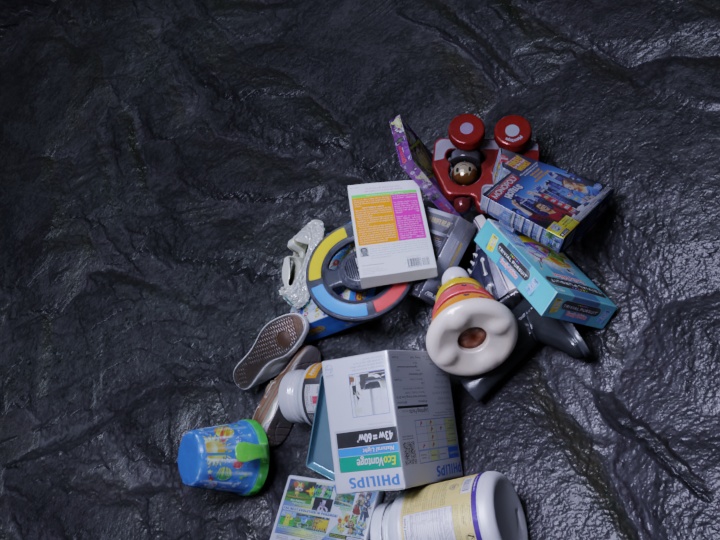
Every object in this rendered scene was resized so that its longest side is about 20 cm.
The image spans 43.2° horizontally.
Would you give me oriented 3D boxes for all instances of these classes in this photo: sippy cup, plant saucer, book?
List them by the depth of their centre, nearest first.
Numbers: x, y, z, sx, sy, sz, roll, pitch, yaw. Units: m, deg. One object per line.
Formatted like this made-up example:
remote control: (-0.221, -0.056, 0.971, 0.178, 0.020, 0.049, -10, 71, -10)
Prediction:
plant saucer: (-0.047, 0.265, 1.528, 0.069, 0.202, 0.019, 23, 33, 21)
book: (0.054, -0.068, 1.589, 0.132, 0.048, 0.202, -8, 53, 0)
sippy cup: (-0.250, 0.334, 1.620, 0.179, 0.129, 0.140, -59, 43, 27)

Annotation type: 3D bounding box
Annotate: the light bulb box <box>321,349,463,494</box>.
light bulb box: (0.052, 0.231, 1.407, 0.124, 0.198, 0.202, -13, 78, 31)

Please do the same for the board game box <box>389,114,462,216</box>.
board game box: (0.122, -0.183, 1.673, 0.032, 0.200, 0.121, -31, 46, 16)

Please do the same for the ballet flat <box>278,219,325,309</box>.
ballet flat: (-0.113, -0.024, 1.741, 0.071, 0.072, 0.202, -12, 53, 30)

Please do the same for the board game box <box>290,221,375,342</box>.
board game box: (-0.046, 0.018, 1.723, 0.199, 0.056, 0.198, -24, 47, 47)

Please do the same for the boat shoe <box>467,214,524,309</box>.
boat shoe: (0.209, -0.005, 1.575, 0.092, 0.075, 0.201, -27, 48, 11)

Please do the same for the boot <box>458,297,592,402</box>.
boot: (0.251, 0.138, 1.454, 0.199, 0.066, 0.165, -38, 38, 6)

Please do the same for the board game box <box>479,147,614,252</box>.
board game box: (0.281, -0.117, 1.490, 0.199, 0.062, 0.200, 31, 42, 23)

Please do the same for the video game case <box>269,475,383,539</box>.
video game case: (-0.067, 0.443, 1.519, 0.198, 0.022, 0.184, -2, 61, 37)

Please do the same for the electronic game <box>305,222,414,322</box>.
electronic game: (0.000, 0.000, 1.601, 0.198, 0.042, 0.202, -6, 59, 9)

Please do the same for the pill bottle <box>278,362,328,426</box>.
pill bottle: (-0.038, 0.217, 1.584, 0.198, 0.116, 0.117, -7, 57, 33)

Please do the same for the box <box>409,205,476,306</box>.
box: (0.104, -0.036, 1.650, 0.199, 0.048, 0.160, 23, 85, 57)

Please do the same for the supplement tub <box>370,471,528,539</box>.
supplement tub: (0.129, 0.382, 1.325, 0.198, 0.145, 0.147, -20, 51, 26)

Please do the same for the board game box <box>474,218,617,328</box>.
board game box: (0.294, 0.004, 1.451, 0.047, 0.150, 0.200, -59, 41, 22)

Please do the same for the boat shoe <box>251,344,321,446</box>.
boat shoe: (-0.144, 0.224, 1.688, 0.071, 0.076, 0.201, 17, 71, 44)

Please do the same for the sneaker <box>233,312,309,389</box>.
sneaker: (-0.157, 0.146, 1.725, 0.200, 0.084, 0.073, -43, 72, 26)

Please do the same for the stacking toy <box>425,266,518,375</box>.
stacking toy: (0.163, 0.058, 1.469, 0.145, 0.146, 0.201, -33, 32, 14)

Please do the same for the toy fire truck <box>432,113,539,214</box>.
toy fire truck: (0.226, -0.178, 1.624, 0.198, 0.112, 0.170, 3, 64, 9)
